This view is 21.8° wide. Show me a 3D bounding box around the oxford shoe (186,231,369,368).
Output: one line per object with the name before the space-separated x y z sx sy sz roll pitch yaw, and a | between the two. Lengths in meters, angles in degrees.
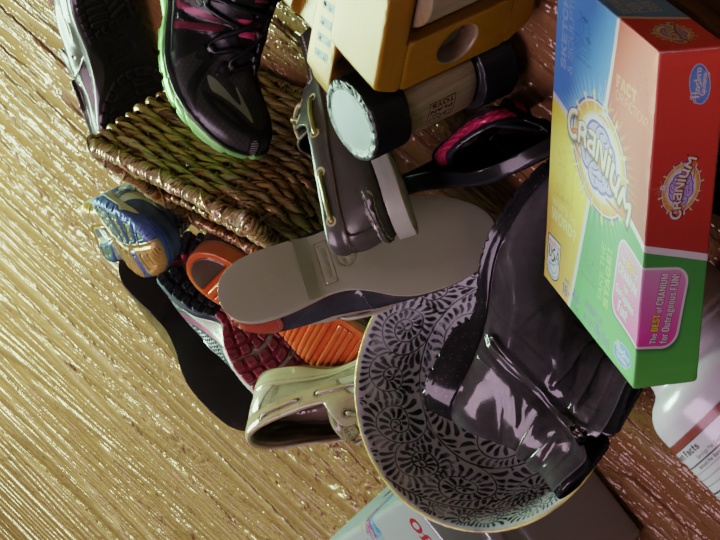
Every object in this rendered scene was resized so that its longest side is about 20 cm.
oxford shoe | -0.041 0.020 1.522 0.199 0.073 0.071 33 138 -4

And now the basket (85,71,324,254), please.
basket | -0.089 -0.052 1.420 0.199 0.149 0.143 26 141 36

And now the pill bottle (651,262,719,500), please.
pill bottle | 0.253 0.095 1.147 0.200 0.112 0.112 47 150 9

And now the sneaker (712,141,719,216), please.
sneaker | 0.258 -0.022 1.043 0.199 0.083 0.071 30 144 32

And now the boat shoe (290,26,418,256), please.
boat shoe | -0.016 -0.095 1.277 0.072 0.060 0.203 60 -171 -51

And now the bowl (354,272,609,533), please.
bowl | 0.104 0.084 1.323 0.200 0.202 0.094 34 -171 27

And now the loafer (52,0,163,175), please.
loafer | -0.207 -0.172 1.545 0.071 0.073 0.201 35 142 45

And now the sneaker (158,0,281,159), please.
sneaker | -0.097 -0.177 1.324 0.083 0.076 0.202 -16 85 46

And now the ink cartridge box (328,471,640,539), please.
ink cartridge box | 0.089 0.213 1.462 0.146 0.144 0.200 51 150 1

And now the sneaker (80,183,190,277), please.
sneaker | -0.175 -0.050 1.567 0.076 0.088 0.200 65 166 -16

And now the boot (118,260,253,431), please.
boot | -0.148 0.062 1.721 0.200 0.073 0.075 53 169 6

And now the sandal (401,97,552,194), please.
sandal | 0.080 -0.085 1.236 0.200 0.075 0.045 -8 105 59

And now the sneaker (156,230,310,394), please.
sneaker | -0.096 0.048 1.618 0.200 0.080 0.075 47 168 21

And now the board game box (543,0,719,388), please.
board game box | 0.153 -0.057 1.075 0.153 0.040 0.201 -122 28 -61

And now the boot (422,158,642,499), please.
boot | 0.136 0.037 1.229 0.131 0.070 0.201 29 108 25

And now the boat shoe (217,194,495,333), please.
boat shoe | 0.000 0.000 1.297 0.063 0.199 0.072 55 -161 -72

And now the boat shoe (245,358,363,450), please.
boat shoe | 0.000 0.111 1.494 0.199 0.065 0.071 -11 131 29

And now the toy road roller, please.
toy road roller | 0.020 -0.180 1.168 0.146 0.122 0.201 51 153 23
